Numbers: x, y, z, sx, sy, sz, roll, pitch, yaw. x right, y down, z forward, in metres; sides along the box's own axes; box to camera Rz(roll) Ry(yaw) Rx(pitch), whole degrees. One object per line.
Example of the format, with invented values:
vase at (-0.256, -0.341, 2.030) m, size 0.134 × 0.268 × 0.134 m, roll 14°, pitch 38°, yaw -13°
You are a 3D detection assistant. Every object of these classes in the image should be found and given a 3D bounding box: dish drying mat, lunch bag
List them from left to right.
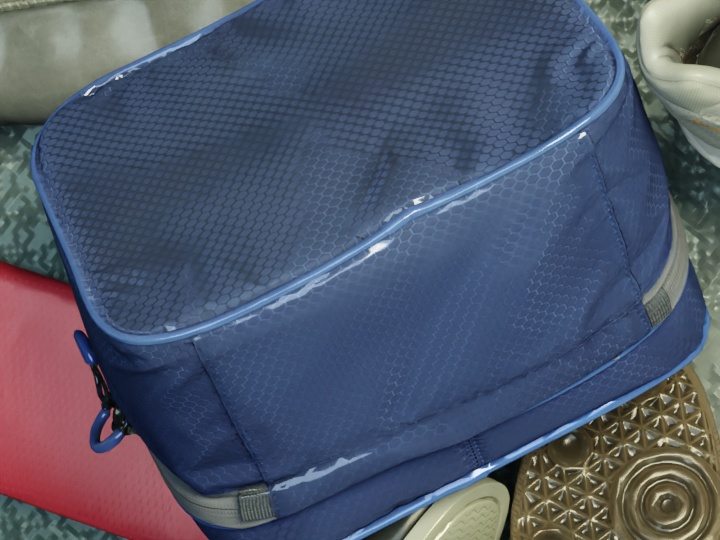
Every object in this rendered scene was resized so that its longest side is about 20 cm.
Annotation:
dish drying mat at (-0.064, 0.058, 0.945) m, size 0.199 × 0.018 × 0.077 m, roll 19°, pitch 95°, yaw 11°
lunch bag at (0.000, 0.000, 0.850) m, size 0.199 × 0.133 × 0.136 m, roll -26°, pitch 41°, yaw 1°

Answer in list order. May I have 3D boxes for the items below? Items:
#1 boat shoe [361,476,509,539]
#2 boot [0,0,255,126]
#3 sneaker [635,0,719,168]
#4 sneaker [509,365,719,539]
boat shoe at (-0.028, 0.129, 0.903) m, size 0.068 × 0.072 × 0.200 m, roll 49°, pitch 115°, yaw 24°
boot at (-0.101, -0.058, 0.924) m, size 0.199 × 0.073 × 0.183 m, roll -1°, pitch 85°, yaw 5°
sneaker at (0.171, -0.081, 0.776) m, size 0.199 × 0.092 × 0.076 m, roll -25°, pitch 73°, yaw 21°
sneaker at (0.082, 0.126, 0.897) m, size 0.070 × 0.076 × 0.201 m, roll 3°, pitch 69°, yaw 4°
